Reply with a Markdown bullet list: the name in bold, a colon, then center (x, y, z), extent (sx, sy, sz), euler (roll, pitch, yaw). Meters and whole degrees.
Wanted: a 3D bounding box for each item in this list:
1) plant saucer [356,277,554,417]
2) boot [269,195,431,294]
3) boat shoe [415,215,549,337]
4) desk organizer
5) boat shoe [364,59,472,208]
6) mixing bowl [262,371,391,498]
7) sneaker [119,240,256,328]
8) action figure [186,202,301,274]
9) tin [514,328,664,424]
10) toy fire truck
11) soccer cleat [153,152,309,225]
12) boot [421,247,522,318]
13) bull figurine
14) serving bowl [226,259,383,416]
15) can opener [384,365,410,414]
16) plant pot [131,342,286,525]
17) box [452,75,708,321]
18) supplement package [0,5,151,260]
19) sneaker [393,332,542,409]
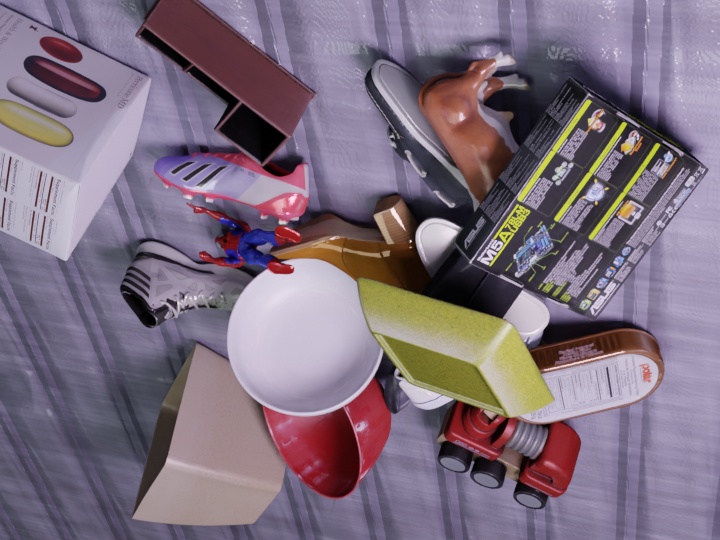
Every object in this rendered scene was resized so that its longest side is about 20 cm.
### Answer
- **plant saucer**: center (0.099, 0.097, 1.393), extent (0.198, 0.048, 0.200), euler (16, 157, 31)
- **boot**: center (0.001, -0.001, 1.503), extent (0.199, 0.071, 0.145), euler (-16, 116, 27)
- **boat shoe**: center (0.138, 0.001, 1.450), extent (0.199, 0.062, 0.073), euler (38, 109, -20)
- **desk organizer**: center (-0.155, -0.211, 1.354), extent (0.199, 0.077, 0.072), euler (37, 138, -15)
- **boat shoe**: center (0.063, -0.139, 1.331), extent (0.060, 0.076, 0.200), euler (-26, 119, 35)
- **mixing bowl**: center (-0.030, 0.193, 1.678), extent (0.199, 0.108, 0.202), euler (28, 130, 40)
- **sneaker**: center (-0.220, 0.044, 1.630), extent (0.199, 0.116, 0.076), euler (18, 140, 6)
- **action figure**: center (-0.155, -0.037, 1.502), extent (0.098, 0.066, 0.200), euler (16, 176, -24)
- **tin**: center (0.266, 0.130, 1.497), extent (0.198, 0.042, 0.112), euler (-14, 139, 6)
- **toy fire truck**: center (0.213, 0.195, 1.602), extent (0.175, 0.129, 0.200), euler (26, 150, -4)
- **soccer cleat**: center (-0.151, -0.114, 1.480), extent (0.198, 0.067, 0.077), euler (18, 107, 17)
- **boot**: center (0.183, 0.006, 1.373), extent (0.164, 0.066, 0.201), euler (37, 108, 1)
- **bull figurine**: center (0.142, -0.121, 1.267), extent (0.121, 0.065, 0.201), euler (-32, 98, 10)
- **serving bowl**: center (-0.065, 0.088, 1.564), extent (0.198, 0.202, 0.066), euler (15, 165, 10)
- **can opener**: center (0.077, 0.101, 1.595), extent (0.063, 0.079, 0.201), euler (20, 131, 15)
- **plant pot**: center (-0.204, 0.260, 1.809), extent (0.175, 0.201, 0.200), euler (21, 141, -14)
- **box**: center (0.220, -0.064, 1.239), extent (0.192, 0.048, 0.201), euler (23, 110, -32)
- **supplement package**: center (-0.376, -0.159, 1.427), extent (0.198, 0.192, 0.148), euler (25, 141, -3)
- **sneaker**: center (0.130, 0.106, 1.529), extent (0.199, 0.073, 0.071), euler (-34, 132, 21)
